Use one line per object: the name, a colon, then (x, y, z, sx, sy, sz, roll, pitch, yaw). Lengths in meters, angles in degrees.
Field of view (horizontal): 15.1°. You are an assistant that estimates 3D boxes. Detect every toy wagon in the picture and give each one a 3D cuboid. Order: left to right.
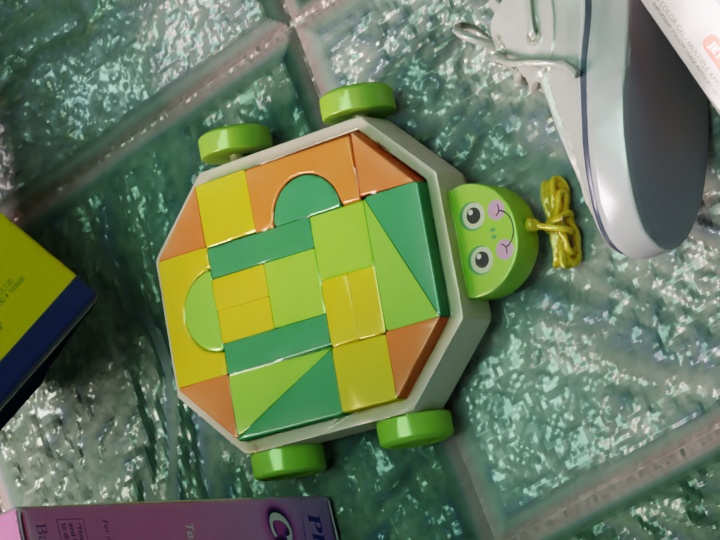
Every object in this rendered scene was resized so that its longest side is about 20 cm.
toy wagon: (0.000, 0.000, 1.155, 0.200, 0.040, 0.155, -17, 78, 35)

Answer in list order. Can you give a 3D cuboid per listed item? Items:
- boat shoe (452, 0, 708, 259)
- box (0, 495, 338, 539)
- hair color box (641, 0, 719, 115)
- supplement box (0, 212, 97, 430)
boat shoe: (0.080, -0.098, 1.080, 0.086, 0.075, 0.202, -14, 78, 34)
box: (-0.128, 0.164, 1.141, 0.176, 0.200, 0.097, -22, 76, 33)
hair color box: (0.183, -0.142, 0.968, 0.111, 0.064, 0.200, 56, 135, 10)
supplement box: (-0.236, 0.003, 1.214, 0.200, 0.110, 0.109, 40, 149, -2)
